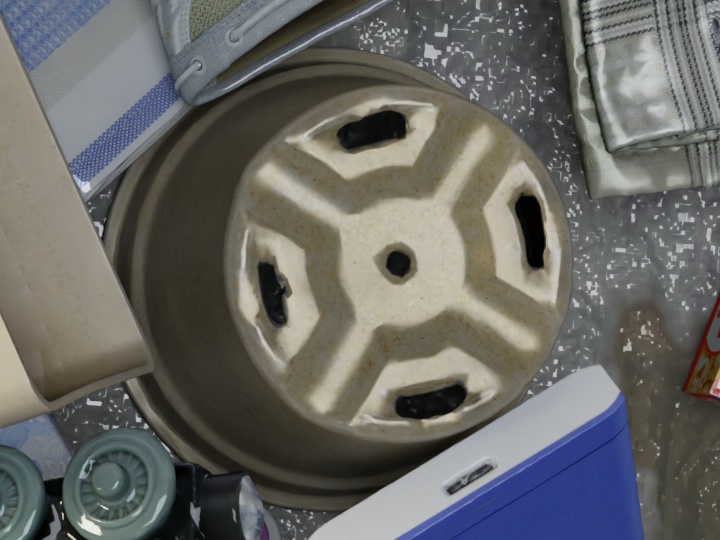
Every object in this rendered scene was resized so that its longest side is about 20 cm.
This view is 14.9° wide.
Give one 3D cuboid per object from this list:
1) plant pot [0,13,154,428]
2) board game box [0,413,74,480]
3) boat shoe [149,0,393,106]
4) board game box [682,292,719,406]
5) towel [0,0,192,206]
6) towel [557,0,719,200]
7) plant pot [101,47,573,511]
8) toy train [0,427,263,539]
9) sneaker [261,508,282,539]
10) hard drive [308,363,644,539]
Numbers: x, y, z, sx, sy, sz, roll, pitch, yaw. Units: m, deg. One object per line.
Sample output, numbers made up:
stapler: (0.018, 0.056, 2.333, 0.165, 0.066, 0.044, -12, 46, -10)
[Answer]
plant pot: (-0.211, -0.014, 1.005, 0.177, 0.200, 0.201, -24, 89, 7)
board game box: (-0.224, 0.093, 1.134, 0.200, 0.043, 0.199, -32, 94, -9)
boat shoe: (0.013, -0.125, 1.102, 0.201, 0.074, 0.065, -17, 81, 7)
board game box: (0.249, -0.011, 1.212, 0.151, 0.046, 0.201, 23, 85, -8)
towel: (-0.138, -0.135, 1.137, 0.200, 0.024, 0.147, 43, 61, 0)
towel: (0.173, -0.135, 1.150, 0.192, 0.035, 0.201, -10, 95, -14)
plant pot: (0.000, 0.000, 1.103, 0.200, 0.183, 0.201, 0, 88, -9)
toy train: (-0.131, 0.129, 1.056, 0.199, 0.085, 0.114, -8, 70, 14)
sneaker: (-0.101, 0.181, 1.118, 0.200, 0.100, 0.075, -36, 53, -4)
hard drive: (0.054, 0.126, 1.108, 0.132, 0.200, 0.025, -31, 59, -9)
